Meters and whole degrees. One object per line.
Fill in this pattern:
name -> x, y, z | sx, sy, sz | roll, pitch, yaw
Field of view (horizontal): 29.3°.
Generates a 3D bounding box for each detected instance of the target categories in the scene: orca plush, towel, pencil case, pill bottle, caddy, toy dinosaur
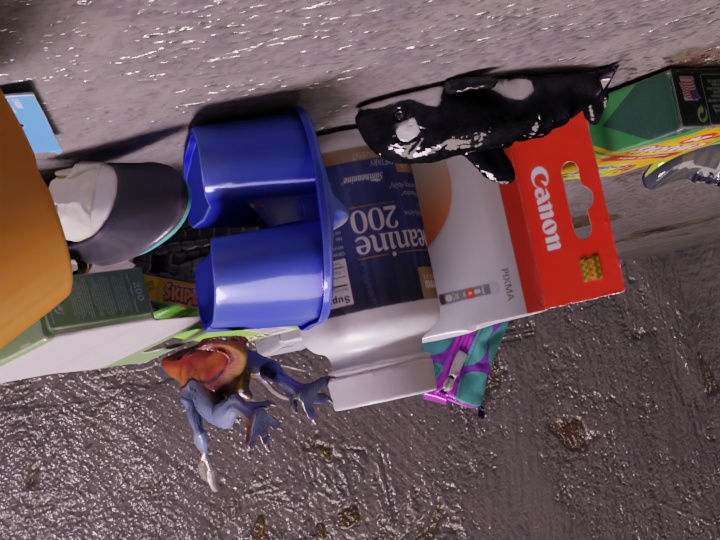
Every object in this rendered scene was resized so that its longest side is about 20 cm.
orca plush -> 0.096, -0.094, 0.980 | 0.198, 0.072, 0.105 | -9, 174, -33
towel -> -0.105, -0.030, 1.196 | 0.197, 0.087, 0.166 | -9, 173, -15
pencil case -> 0.100, 0.019, 1.174 | 0.084, 0.202, 0.092 | 19, -173, -8
pill bottle -> 0.000, 0.000, 1.058 | 0.109, 0.203, 0.111 | -11, 176, -1
caddy -> -0.060, -0.030, 0.933 | 0.103, 0.143, 0.200 | -7, 175, -11
toy dinosaur -> -0.102, 0.070, 1.039 | 0.105, 0.202, 0.181 | -39, -139, -25

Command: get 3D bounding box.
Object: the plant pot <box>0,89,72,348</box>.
plant pot -> -0.233, -0.007, 0.599 | 0.182, 0.202, 0.200 | -26, -179, -22

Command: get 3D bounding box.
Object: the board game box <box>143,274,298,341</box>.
board game box -> -0.150, 0.034, 1.147 | 0.095, 0.030, 0.199 | -15, 164, 39

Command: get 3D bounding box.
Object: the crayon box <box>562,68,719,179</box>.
crayon box -> 0.221, -0.116, 1.155 | 0.126, 0.052, 0.199 | -8, 174, -41

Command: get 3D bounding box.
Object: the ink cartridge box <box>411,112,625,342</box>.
ink cartridge box -> 0.095, -0.036, 1.101 | 0.198, 0.164, 0.050 | -14, 176, 26

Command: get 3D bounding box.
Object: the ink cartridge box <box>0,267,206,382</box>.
ink cartridge box -> -0.201, 0.042, 1.037 | 0.145, 0.049, 0.199 | -25, 170, 39

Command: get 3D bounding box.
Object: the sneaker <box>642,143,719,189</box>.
sneaker -> 0.400, -0.110, 1.470 | 0.197, 0.082, 0.074 | -12, 175, 8

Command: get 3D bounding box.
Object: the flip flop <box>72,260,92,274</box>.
flip flop -> -0.254, -0.015, 1.131 | 0.080, 0.058, 0.200 | -12, 175, 6

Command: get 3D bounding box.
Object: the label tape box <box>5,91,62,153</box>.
label tape box -> -0.268, -0.040, 0.769 | 0.197, 0.067, 0.143 | -9, 175, -8

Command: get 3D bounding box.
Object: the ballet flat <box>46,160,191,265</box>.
ballet flat -> -0.196, -0.039, 0.948 | 0.072, 0.074, 0.199 | -7, 180, -41

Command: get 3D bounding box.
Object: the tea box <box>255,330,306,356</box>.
tea box -> -0.018, 0.005, 1.472 | 0.194, 0.136, 0.200 | -11, 175, -11
